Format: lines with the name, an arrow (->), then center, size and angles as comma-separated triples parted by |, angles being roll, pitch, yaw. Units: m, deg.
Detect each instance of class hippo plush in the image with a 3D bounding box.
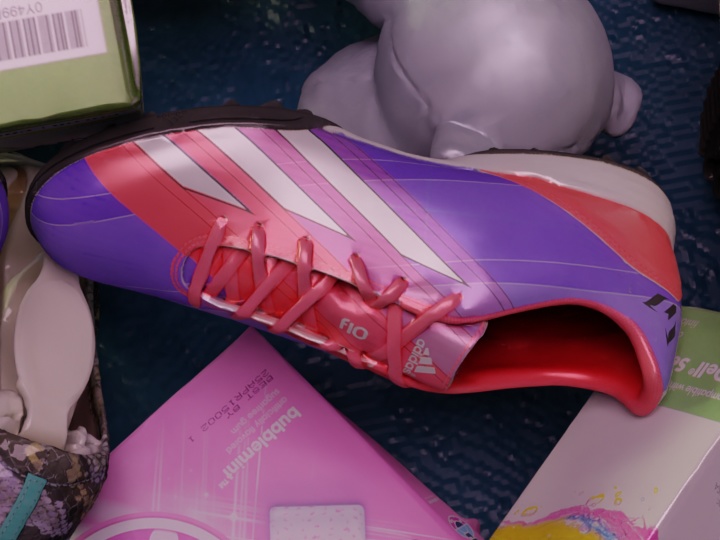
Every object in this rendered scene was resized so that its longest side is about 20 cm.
hippo plush -> 0.035, -0.108, 0.805 | 0.159, 0.200, 0.161 | -30, 92, -42

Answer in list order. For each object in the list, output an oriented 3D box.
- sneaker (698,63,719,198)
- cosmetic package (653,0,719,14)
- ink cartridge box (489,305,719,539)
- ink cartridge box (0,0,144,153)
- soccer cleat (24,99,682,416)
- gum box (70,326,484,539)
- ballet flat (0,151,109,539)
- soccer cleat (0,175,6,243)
sneaker -> 0.197, -0.002, 0.792 | 0.090, 0.070, 0.200 | -13, 56, -29
cosmetic package -> 0.200, -0.205, 0.826 | 0.165, 0.167, 0.201 | 9, 69, 2
ink cartridge box -> 0.085, 0.124, 0.730 | 0.200, 0.067, 0.117 | -52, 121, -17
ink cartridge box -> -0.145, -0.069, 0.772 | 0.147, 0.200, 0.076 | -10, 89, -4
soccer cleat -> 0.000, 0.000, 0.712 | 0.199, 0.068, 0.073 | 6, 51, -10
gum box -> -0.059, 0.123, 0.758 | 0.200, 0.066, 0.113 | -42, 75, -14
ballet flat -> -0.107, 0.008, 0.760 | 0.072, 0.072, 0.201 | -7, 43, -3
soccer cleat -> -0.160, 0.053, 0.676 | 0.200, 0.068, 0.073 | -46, 59, 10
